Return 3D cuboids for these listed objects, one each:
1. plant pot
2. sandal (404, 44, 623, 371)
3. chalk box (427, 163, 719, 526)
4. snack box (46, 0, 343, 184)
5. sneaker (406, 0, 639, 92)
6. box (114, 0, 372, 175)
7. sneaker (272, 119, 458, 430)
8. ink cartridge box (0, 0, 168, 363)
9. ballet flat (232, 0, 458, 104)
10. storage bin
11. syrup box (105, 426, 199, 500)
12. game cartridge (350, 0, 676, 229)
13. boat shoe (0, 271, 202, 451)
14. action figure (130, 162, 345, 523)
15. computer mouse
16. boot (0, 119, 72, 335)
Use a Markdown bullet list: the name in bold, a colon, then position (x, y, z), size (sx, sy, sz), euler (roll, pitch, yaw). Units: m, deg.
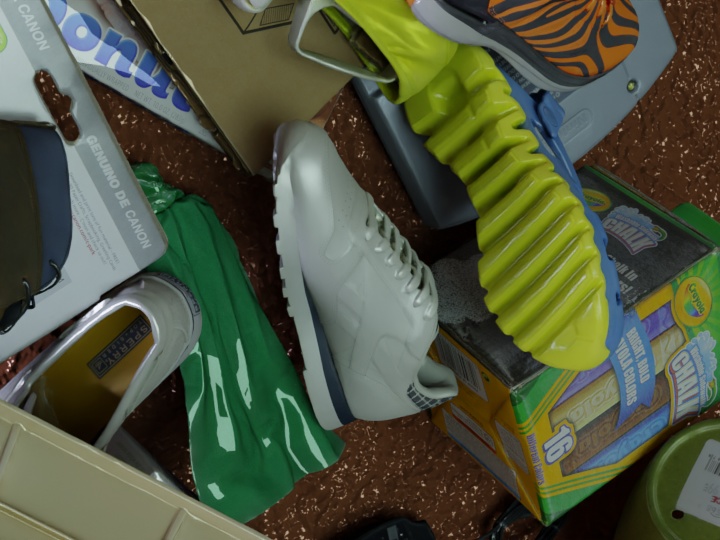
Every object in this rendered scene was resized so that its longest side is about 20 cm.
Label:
- **plant pot**: position (0.234, 0.177, 1.025), size (0.187, 0.187, 0.200), euler (-43, 146, -12)
- **sandal**: position (0.100, -0.038, 0.909), size (0.087, 0.079, 0.201), euler (6, 59, -50)
- **chalk box**: position (0.143, 0.031, 0.994), size (0.200, 0.124, 0.124), euler (-31, 132, -17)
- **snack box**: position (-0.101, -0.119, 0.880), size (0.200, 0.024, 0.072), euler (29, 87, -33)
- **sneaker**: position (0.120, -0.154, 0.876), size (0.200, 0.112, 0.078), euler (2, 71, -51)
- **box**: position (-0.039, -0.178, 0.881), size (0.200, 0.021, 0.164), euler (-47, 120, -19)
- **sneaker**: position (0.000, 0.000, 0.891), size (0.080, 0.077, 0.201), euler (-6, 130, 10)
- **ink cartridge box**: position (-0.217, -0.053, 0.800), size (0.175, 0.084, 0.201), euler (-32, 118, -16)
- **ballet flat**: position (-0.028, -0.150, 0.843), size (0.200, 0.067, 0.067), euler (33, 93, -35)
- **storage bin**: position (-0.174, 0.163, 0.792), size (0.198, 0.200, 0.094), euler (29, 50, -11)
- **syrup box**: position (-0.095, 0.184, 0.944), size (0.081, 0.079, 0.200), euler (-46, 121, -8)
- **game cartridge**: position (0.097, -0.120, 0.987), size (0.200, 0.041, 0.133), euler (-36, 116, -15)
- **boat shoe**: position (-0.162, 0.083, 0.848), size (0.200, 0.070, 0.071), euler (-44, 88, 14)
- **action figure**: position (-0.085, 0.033, 0.906), size (0.118, 0.055, 0.201), euler (-33, 106, -52)
- **computer mouse**: position (0.055, 0.177, 1.061), size (0.199, 0.034, 0.059), euler (-13, 94, -31)
- **boot**: position (-0.161, 0.012, 0.718), size (0.097, 0.075, 0.201), euler (-1, 69, -38)
